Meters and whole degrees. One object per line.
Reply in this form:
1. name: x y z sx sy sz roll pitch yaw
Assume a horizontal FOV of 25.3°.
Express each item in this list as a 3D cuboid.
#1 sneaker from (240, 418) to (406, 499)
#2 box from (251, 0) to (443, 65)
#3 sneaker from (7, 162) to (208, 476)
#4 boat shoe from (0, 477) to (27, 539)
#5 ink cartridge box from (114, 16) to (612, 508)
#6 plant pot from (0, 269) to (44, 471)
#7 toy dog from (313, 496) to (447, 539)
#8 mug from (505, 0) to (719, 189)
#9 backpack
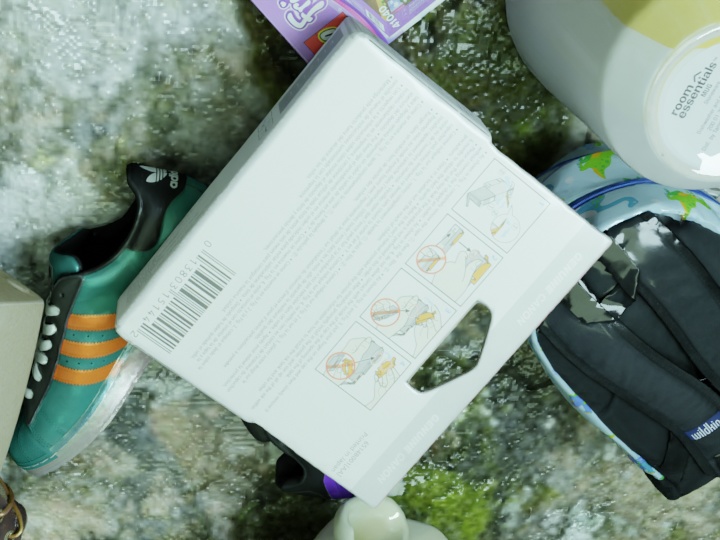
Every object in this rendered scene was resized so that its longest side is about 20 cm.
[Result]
1. sneaker: -0.027 0.058 0.933 0.099 0.070 0.200 -6 122 -3
2. box: -0.025 -0.204 0.788 0.137 0.039 0.200 -36 121 12
3. sneaker: -0.151 0.024 0.894 0.080 0.071 0.200 33 105 -23
4. boat shoe: -0.235 0.144 0.956 0.072 0.072 0.200 2 123 -25
5. ink cartridge box: 0.000 0.000 0.840 0.176 0.045 0.200 37 103 -17
6. plant pot: -0.274 0.053 0.794 0.200 0.200 0.177 33 94 6
7. toy dog: -0.041 0.225 0.999 0.200 0.194 0.140 -28 95 19
8. mug: 0.155 -0.131 0.798 0.149 0.153 0.187 -19 122 3
9. backpack: 0.166 0.019 0.912 0.163 0.154 0.200 -42 138 20
